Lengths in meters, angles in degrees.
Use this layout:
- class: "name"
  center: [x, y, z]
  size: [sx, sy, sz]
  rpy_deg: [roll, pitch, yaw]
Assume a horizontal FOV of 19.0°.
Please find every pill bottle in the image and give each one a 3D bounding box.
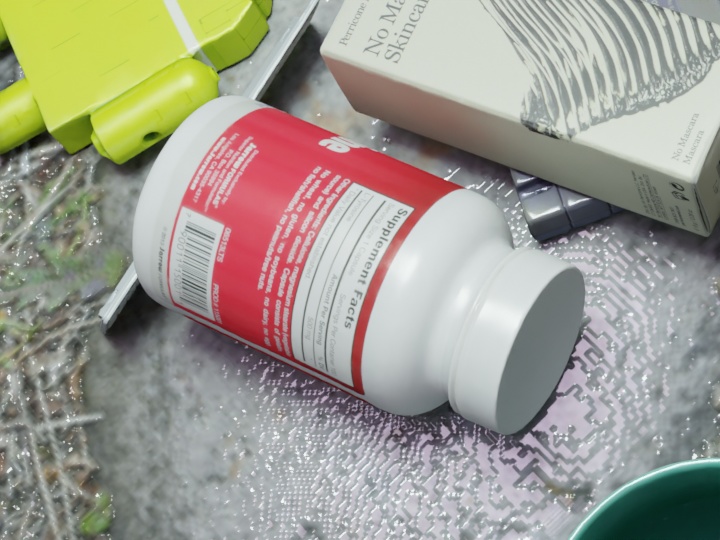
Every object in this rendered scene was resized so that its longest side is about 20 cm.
- class: "pill bottle"
  center: [0.000, 0.000, 1.021]
  size: [0.199, 0.112, 0.113]
  rpy_deg: [24, 77, 23]

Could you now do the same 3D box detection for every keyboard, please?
- class: "keyboard"
  center: [-0.077, -0.054, 1.100]
  size: [0.011, 0.056, 0.200]
  rpy_deg: [34, 80, -8]

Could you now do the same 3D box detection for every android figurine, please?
- class: "android figurine"
  center: [-0.131, -0.146, 1.161]
  size: [0.199, 0.041, 0.183]
  rpy_deg: [-28, 63, 6]

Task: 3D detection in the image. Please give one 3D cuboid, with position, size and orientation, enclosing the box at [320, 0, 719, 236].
- class: "box"
  center: [0.088, -0.093, 1.021]
  size: [0.199, 0.068, 0.082]
  rpy_deg: [20, 76, 23]

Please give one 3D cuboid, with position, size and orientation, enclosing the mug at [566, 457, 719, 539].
- class: "mug"
  center: [0.157, 0.182, 0.899]
  size: [0.151, 0.114, 0.186]
  rpy_deg: [-4, 69, 15]

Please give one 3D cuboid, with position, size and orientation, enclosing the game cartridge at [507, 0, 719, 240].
- class: "game cartridge"
  center: [0.118, -0.124, 1.081]
  size: [0.129, 0.038, 0.201]
  rpy_deg: [-18, 65, 5]
